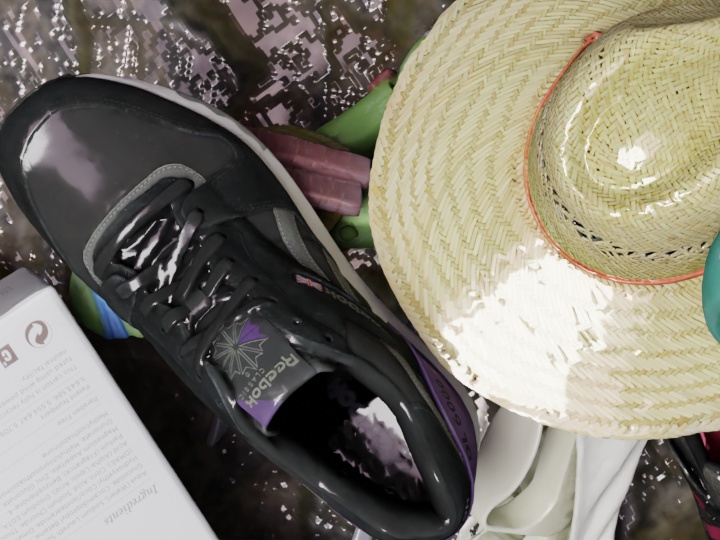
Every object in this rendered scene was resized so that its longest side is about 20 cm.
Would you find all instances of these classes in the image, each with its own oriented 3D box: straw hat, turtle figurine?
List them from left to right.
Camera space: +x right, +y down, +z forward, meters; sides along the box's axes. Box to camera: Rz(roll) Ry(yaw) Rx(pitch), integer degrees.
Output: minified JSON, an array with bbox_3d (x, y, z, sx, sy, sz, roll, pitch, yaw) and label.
[{"bbox_3d":[0.000,0.000,0.847,0.193,0.144,0.201,-32,101,-1],"label":"turtle figurine"},{"bbox_3d":[0.101,-0.043,0.732,0.200,0.085,0.202,0,76,1],"label":"straw hat"}]

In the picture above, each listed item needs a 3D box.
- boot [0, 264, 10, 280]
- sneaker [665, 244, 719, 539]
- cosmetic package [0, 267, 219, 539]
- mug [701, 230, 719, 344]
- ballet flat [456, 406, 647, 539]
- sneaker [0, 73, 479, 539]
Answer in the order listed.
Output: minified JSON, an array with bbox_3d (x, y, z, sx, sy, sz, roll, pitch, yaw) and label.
[{"bbox_3d":[-0.195,0.109,0.929,0.154,0.072,0.201,-14,88,15],"label":"boot"},{"bbox_3d":[0.153,0.088,0.830,0.077,0.084,0.201,-29,88,16],"label":"sneaker"},{"bbox_3d":[-0.097,0.104,0.824,0.081,0.113,0.201,-32,99,-10],"label":"cosmetic package"},{"bbox_3d":[0.209,0.029,0.696,0.152,0.115,0.185,-39,77,-18],"label":"mug"},{"bbox_3d":[0.062,0.095,0.835,0.069,0.069,0.201,19,121,12],"label":"ballet flat"},{"bbox_3d":[-0.035,0.010,0.730,0.200,0.088,0.076,41,97,-6],"label":"sneaker"}]
